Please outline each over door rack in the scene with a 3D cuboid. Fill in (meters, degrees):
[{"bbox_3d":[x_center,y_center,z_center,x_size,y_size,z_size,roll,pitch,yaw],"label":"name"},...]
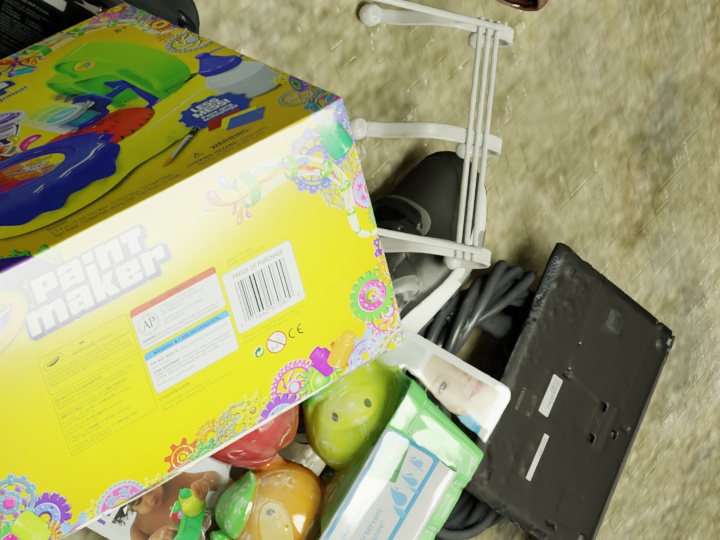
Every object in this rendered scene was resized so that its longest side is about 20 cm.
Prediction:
[{"bbox_3d":[-0.006,-0.088,1.183,0.200,0.067,0.148,13,79,-38],"label":"over door rack"}]

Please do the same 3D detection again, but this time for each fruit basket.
[{"bbox_3d":[-0.042,0.096,1.162,0.200,0.094,0.185,32,88,-16],"label":"fruit basket"}]

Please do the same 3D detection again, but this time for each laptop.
[{"bbox_3d":[0.132,0.104,1.443,0.200,0.103,0.177,36,69,-34],"label":"laptop"}]

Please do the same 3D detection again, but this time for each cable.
[{"bbox_3d":[0.069,0.089,1.386,0.163,0.051,0.200,-46,140,-38],"label":"cable"}]

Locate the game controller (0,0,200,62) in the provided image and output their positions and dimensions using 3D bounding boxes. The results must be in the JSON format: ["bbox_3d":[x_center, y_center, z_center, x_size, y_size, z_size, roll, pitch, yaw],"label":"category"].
[{"bbox_3d":[-0.159,-0.122,0.996,0.200,0.042,0.104,28,79,-38],"label":"game controller"}]

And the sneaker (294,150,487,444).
[{"bbox_3d":[0.000,0.000,1.243,0.200,0.076,0.088,-56,133,-16],"label":"sneaker"}]

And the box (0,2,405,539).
[{"bbox_3d":[-0.124,-0.004,0.909,0.200,0.193,0.122,-29,122,-24],"label":"box"}]

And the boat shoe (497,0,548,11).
[{"bbox_3d":[0.059,-0.198,1.224,0.200,0.070,0.070,13,92,-51],"label":"boat shoe"}]
